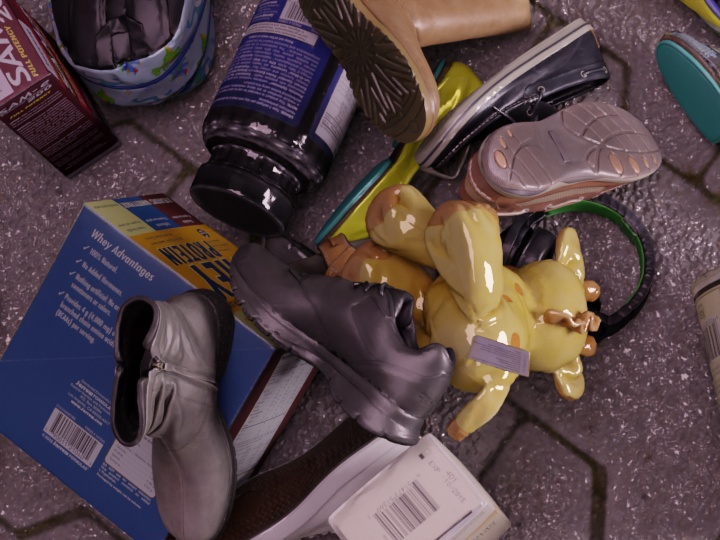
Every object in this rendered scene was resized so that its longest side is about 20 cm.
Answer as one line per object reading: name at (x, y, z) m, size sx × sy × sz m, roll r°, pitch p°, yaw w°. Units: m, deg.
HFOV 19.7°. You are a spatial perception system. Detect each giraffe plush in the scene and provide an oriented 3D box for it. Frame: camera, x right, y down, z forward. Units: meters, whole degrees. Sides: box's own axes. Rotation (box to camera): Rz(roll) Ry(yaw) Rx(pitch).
giraffe plush at (0.104, 0.028, 1.568) m, size 0.200 × 0.162 × 0.173 m, roll 36°, pitch 117°, yaw 36°

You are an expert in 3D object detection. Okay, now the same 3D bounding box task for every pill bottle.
pill bottle at (-0.063, -0.134, 1.711) m, size 0.111 × 0.112 × 0.201 m, roll 19°, pitch 72°, yaw 14°

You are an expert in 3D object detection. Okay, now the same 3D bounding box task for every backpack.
backpack at (-0.192, -0.241, 1.769) m, size 0.162 × 0.154 × 0.201 m, roll -9°, pitch 55°, yaw 6°

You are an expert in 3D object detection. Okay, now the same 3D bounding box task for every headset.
headset at (0.146, 0.021, 1.687) m, size 0.200 × 0.094 × 0.124 m, roll -32°, pitch 69°, yaw -13°

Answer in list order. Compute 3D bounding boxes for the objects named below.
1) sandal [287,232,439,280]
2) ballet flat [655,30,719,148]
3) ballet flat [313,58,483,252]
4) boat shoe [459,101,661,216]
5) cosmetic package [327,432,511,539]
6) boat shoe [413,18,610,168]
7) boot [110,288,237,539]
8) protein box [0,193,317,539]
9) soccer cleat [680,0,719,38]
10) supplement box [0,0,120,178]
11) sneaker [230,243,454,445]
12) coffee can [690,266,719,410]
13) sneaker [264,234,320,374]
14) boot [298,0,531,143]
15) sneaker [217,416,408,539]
sandal at (0.000, 0.000, 1.650) m, size 0.082 × 0.200 × 0.055 m, roll 42°, pitch 128°, yaw 25°
ballet flat at (0.318, -0.120, 1.683) m, size 0.074 × 0.074 × 0.200 m, roll -33°, pitch 76°, yaw 2°
ballet flat at (0.042, -0.083, 1.724) m, size 0.067 × 0.067 × 0.200 m, roll 36°, pitch 84°, yaw -6°
boat shoe at (0.157, -0.085, 1.659) m, size 0.072 × 0.199 × 0.076 m, roll -42°, pitch 63°, yaw 46°
cosmetic package at (0.049, 0.193, 1.588) m, size 0.105 × 0.200 × 0.071 m, roll -41°, pitch 75°, yaw 1°
boat shoe at (0.127, -0.134, 1.688) m, size 0.200 × 0.075 × 0.062 m, roll -35°, pitch 90°, yaw -26°
boot at (-0.146, 0.112, 1.509) m, size 0.067 × 0.131 × 0.201 m, roll 3°, pitch 97°, yaw 21°
protein box at (-0.161, 0.078, 1.656) m, size 0.198 × 0.135 × 0.200 m, roll 36°, pitch 107°, yaw 16°
soccer cleat at (0.272, -0.251, 1.702) m, size 0.200 × 0.084 × 0.065 m, roll 41°, pitch 88°, yaw 16°
supplement box at (-0.275, -0.159, 1.725) m, size 0.061 × 0.200 × 0.109 m, roll -33°, pitch 74°, yaw 2°
sneaker at (-0.010, 0.037, 1.509) m, size 0.200 × 0.076 × 0.091 m, roll 41°, pitch 100°, yaw 21°
coffee can at (0.344, 0.092, 1.582) m, size 0.146 × 0.146 × 0.201 m, roll -13°, pitch 76°, yaw 8°
sneaker at (-0.022, 0.057, 1.705) m, size 0.200 × 0.076 × 0.091 m, roll 39°, pitch 94°, yaw 25°
boot at (0.069, -0.194, 1.675) m, size 0.176 × 0.200 × 0.066 m, roll 59°, pitch 136°, yaw 17°
sneaker at (-0.035, 0.192, 1.654) m, size 0.200 × 0.085 × 0.073 m, roll -32°, pitch 34°, yaw -11°
